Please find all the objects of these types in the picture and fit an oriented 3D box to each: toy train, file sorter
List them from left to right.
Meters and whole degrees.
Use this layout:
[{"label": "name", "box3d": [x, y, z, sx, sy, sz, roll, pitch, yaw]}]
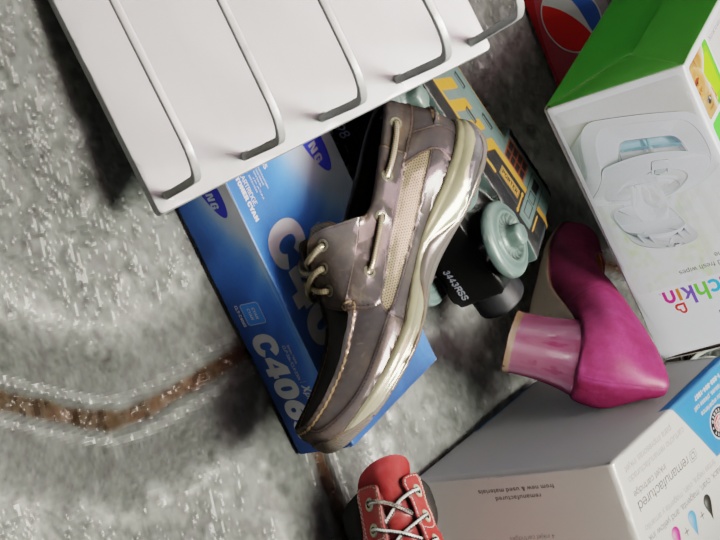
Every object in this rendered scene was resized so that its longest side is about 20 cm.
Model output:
[{"label": "file sorter", "box3d": [-0.036, -0.138, 1.365, 0.199, 0.124, 0.139, -27, 93, -14]}, {"label": "toy train", "box3d": [0.038, -0.067, 1.567, 0.200, 0.085, 0.114, 53, 34, -26]}]

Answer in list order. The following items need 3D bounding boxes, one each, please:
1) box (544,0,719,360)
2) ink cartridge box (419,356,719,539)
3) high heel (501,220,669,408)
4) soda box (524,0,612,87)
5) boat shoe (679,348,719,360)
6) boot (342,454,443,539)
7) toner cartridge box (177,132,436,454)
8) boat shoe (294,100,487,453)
[{"label": "box", "box3d": [0.207, -0.075, 1.635, 0.177, 0.096, 0.200, 63, 30, -18]}, {"label": "ink cartridge box", "box3d": [0.155, 0.176, 1.591, 0.147, 0.144, 0.201, -36, 111, -48]}, {"label": "high heel", "box3d": [0.146, 0.029, 1.624, 0.200, 0.096, 0.068, -61, 163, -61]}, {"label": "soda box", "box3d": [0.139, -0.199, 1.727, 0.070, 0.063, 0.201, -37, 111, -48]}, {"label": "boat shoe", "box3d": [0.234, 0.074, 1.784, 0.071, 0.072, 0.200, 57, 33, -12]}, {"label": "boot", "box3d": [0.033, 0.170, 1.435, 0.072, 0.200, 0.145, -12, 90, -11]}, {"label": "toner cartridge box", "box3d": [-0.036, -0.010, 1.486, 0.095, 0.043, 0.201, -45, 116, -46]}, {"label": "boat shoe", "box3d": [0.000, 0.000, 1.450, 0.073, 0.074, 0.201, 26, 69, -11]}]
